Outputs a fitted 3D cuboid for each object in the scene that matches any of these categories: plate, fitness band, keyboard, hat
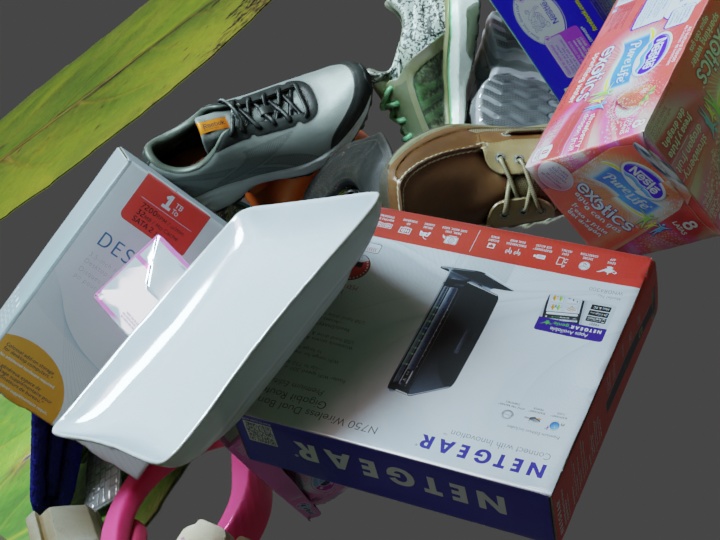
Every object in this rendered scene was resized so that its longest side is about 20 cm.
[{"bbox_3d":[-0.084,0.038,0.887,0.200,0.032,0.199,-52,21,-20],"label":"plate"},{"bbox_3d":[-0.129,0.178,1.084,0.144,0.037,0.200,-38,24,11],"label":"fitness band"},{"bbox_3d":[-0.218,0.112,1.272,0.056,0.011,0.201,-39,43,44],"label":"keyboard"},{"bbox_3d":[0.000,0.000,1.114,0.201,0.081,0.201,-47,29,36],"label":"hat"}]

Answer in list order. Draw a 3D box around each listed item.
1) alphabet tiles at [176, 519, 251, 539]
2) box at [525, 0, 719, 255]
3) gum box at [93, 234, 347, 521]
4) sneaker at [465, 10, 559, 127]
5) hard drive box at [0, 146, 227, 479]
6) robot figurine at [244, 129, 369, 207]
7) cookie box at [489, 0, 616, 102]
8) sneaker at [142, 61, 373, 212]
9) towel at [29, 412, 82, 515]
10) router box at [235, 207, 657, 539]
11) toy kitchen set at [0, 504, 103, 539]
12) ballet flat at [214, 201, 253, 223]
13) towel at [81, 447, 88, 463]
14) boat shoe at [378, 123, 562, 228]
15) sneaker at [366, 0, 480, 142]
[{"bbox_3d":[-0.132,0.254,0.937,0.195,0.015,0.200,8,59,51],"label":"alphabet tiles"},{"bbox_3d":[0.206,-0.112,0.973,0.102,0.095,0.200,-16,34,47],"label":"box"},{"bbox_3d":[-0.086,0.074,1.006,0.066,0.114,0.200,-44,49,-5],"label":"gum box"},{"bbox_3d":[0.123,-0.128,1.208,0.200,0.075,0.082,-80,8,-49],"label":"sneaker"},{"bbox_3d":[-0.179,0.032,1.137,0.200,0.156,0.077,-54,18,1],"label":"hard drive box"},{"bbox_3d":[-0.039,-0.081,1.275,0.144,0.117,0.200,-29,34,-12],"label":"robot figurine"},{"bbox_3d":[0.177,-0.235,1.147,0.075,0.171,0.200,-21,29,35],"label":"cookie box"},{"bbox_3d":[-0.081,-0.110,1.172,0.200,0.079,0.074,-27,59,6],"label":"sneaker"},{"bbox_3d":[-0.257,0.104,1.292,0.200,0.049,0.148,-100,15,-55],"label":"towel"},{"bbox_3d":[0.053,0.053,0.867,0.199,0.049,0.180,11,50,24],"label":"router box"},{"bbox_3d":[-0.312,0.211,1.135,0.163,0.181,0.200,-42,26,-2],"label":"toy kitchen set"},{"bbox_3d":[-0.122,-0.028,1.272,0.075,0.068,0.200,-38,20,-5],"label":"ballet flat"},{"bbox_3d":[-0.196,0.063,1.365,0.193,0.034,0.200,-52,16,31],"label":"towel"},{"bbox_3d":[0.105,-0.065,0.993,0.200,0.076,0.074,-15,15,-35],"label":"boat shoe"},{"bbox_3d":[0.042,-0.140,1.205,0.077,0.088,0.201,175,102,-87],"label":"sneaker"}]
